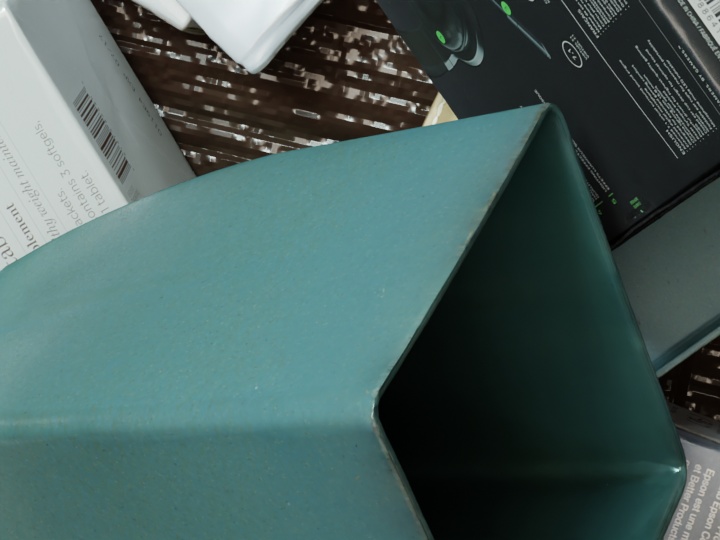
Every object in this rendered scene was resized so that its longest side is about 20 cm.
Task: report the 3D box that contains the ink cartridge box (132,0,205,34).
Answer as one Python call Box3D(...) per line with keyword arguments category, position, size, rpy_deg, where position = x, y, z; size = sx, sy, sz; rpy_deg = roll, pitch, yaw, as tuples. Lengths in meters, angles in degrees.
Box3D(category="ink cartridge box", position=(-0.050, -0.193, 0.950), size=(0.094, 0.037, 0.201), rpy_deg=(31, 99, 11))

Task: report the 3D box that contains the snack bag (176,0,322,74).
Box3D(category="snack bag", position=(-0.042, -0.193, 0.921), size=(0.189, 0.021, 0.200), rpy_deg=(-43, 83, 9))

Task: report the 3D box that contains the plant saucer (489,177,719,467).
Box3D(category="plant saucer", position=(0.114, -0.016, 0.890), size=(0.199, 0.019, 0.070), rpy_deg=(-34, 77, -11))

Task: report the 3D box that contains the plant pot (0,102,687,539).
Box3D(category="plant pot", position=(-0.032, 0.055, 0.798), size=(0.199, 0.142, 0.142), rpy_deg=(-4, 125, 30))

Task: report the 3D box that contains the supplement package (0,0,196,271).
Box3D(category="supplement package", position=(-0.168, -0.008, 0.927), size=(0.199, 0.110, 0.114), rpy_deg=(-29, 103, 11))

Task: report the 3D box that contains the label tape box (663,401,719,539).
Box3D(category="label tape box", position=(0.112, 0.127, 0.906), size=(0.199, 0.063, 0.145), rpy_deg=(21, 95, 9))

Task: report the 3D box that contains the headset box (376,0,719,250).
Box3D(category="headset box", position=(0.070, -0.106, 0.801), size=(0.093, 0.200, 0.175), rpy_deg=(-34, 86, -16))

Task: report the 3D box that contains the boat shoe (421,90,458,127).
Box3D(category="boat shoe", position=(0.000, 0.000, 0.923), size=(0.066, 0.074, 0.201), rpy_deg=(24, 96, 5))
